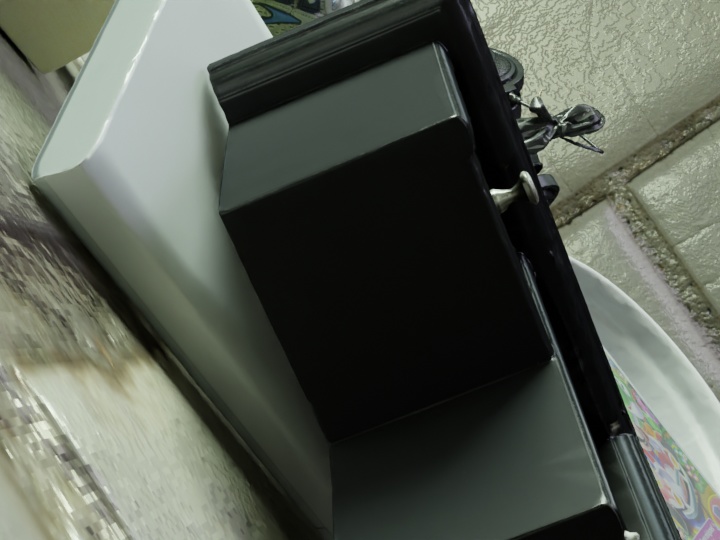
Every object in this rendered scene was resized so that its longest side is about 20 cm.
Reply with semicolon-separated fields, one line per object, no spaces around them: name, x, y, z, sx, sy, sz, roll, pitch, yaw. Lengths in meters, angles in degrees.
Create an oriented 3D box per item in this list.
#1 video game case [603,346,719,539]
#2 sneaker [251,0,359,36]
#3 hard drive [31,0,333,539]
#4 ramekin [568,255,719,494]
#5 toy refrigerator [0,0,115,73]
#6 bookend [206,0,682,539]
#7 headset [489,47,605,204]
video game case;0.102;0.058;0.704;0.200;0.018;0.143;53;18;11
sneaker;-0.054;-0.138;0.713;0.085;0.199;0.077;134;-48;-59
hard drive;-0.033;-0.008;0.555;0.200;0.027;0.132;57;33;-36
ramekin;0.116;0.098;0.834;0.200;0.105;0.200;36;28;-22
toy refrigerator;-0.148;-0.164;0.555;0.076;0.070;0.200;65;6;32
bookend;0.031;0.036;0.458;0.199;0.092;0.200;-95;162;-68
headset;0.060;-0.069;0.869;0.200;0.094;0.124;-7;-77;56
